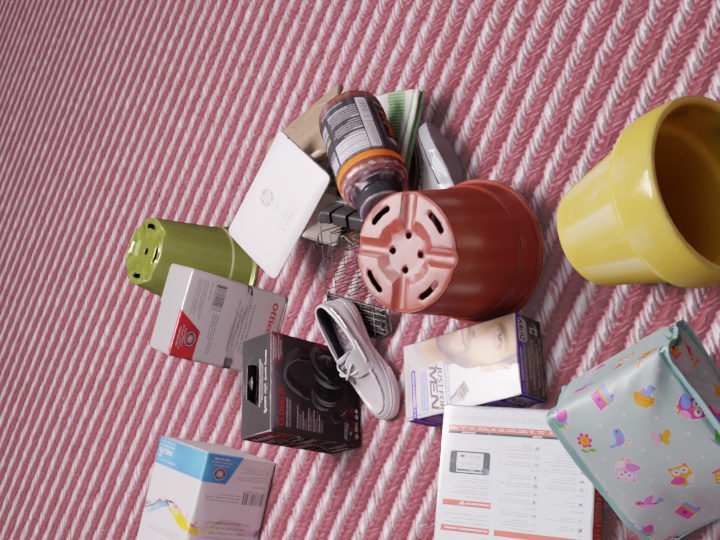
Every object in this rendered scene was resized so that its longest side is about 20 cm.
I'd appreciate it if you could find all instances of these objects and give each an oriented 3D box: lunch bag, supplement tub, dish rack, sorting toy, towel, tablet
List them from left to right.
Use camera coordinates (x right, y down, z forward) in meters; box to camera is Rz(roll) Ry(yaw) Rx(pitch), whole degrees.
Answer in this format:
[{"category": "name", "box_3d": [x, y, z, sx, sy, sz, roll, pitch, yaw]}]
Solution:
[{"category": "tablet", "box_3d": [-0.133, -0.104, 1.513, 0.130, 0.014, 0.201, 43, 116, 25]}, {"category": "sorting toy", "box_3d": [-0.099, -0.205, 1.590, 0.184, 0.036, 0.202, -34, 30, 32]}, {"category": "dish rack", "box_3d": [0.000, 0.000, 1.460, 0.152, 0.054, 0.203, 15, 116, 45]}, {"category": "supplement tub", "box_3d": [0.008, -0.163, 1.396, 0.107, 0.106, 0.202, -41, 48, 29]}, {"category": "towel", "box_3d": [0.020, -0.209, 1.501, 0.199, 0.023, 0.155, 5, 82, 53]}, {"category": "lunch bag", "box_3d": [0.328, 0.184, 1.016, 0.170, 0.122, 0.201, -38, 88, 30]}]

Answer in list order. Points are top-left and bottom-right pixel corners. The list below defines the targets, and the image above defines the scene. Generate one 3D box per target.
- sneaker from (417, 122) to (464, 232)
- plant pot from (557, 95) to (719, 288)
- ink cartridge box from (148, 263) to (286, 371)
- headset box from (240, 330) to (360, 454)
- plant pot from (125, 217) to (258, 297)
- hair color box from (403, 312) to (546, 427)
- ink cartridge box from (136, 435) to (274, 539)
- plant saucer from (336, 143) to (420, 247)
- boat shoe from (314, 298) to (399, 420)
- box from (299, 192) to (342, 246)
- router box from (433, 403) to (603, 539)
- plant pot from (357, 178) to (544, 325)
[{"category": "sneaker", "box_3d": [0.113, -0.129, 1.399, 0.070, 0.073, 0.202, -34, 54, 27]}, {"category": "plant pot", "box_3d": [0.330, -0.067, 1.068, 0.188, 0.198, 0.204, -29, 55, 56]}, {"category": "ink cartridge box", "box_3d": [-0.239, 0.086, 1.609, 0.083, 0.198, 0.146, 12, 84, 51]}, {"category": "headset box", "box_3d": [-0.095, 0.184, 1.416, 0.077, 0.198, 0.151, -22, 60, 40]}, {"category": "plant pot", "box_3d": [-0.321, -0.014, 1.739, 0.199, 0.189, 0.203, -20, 61, 41]}, {"category": "hair color box", "box_3d": [0.149, 0.137, 1.273, 0.198, 0.064, 0.111, -21, 61, 39]}, {"category": "ink cartridge box", "box_3d": [-0.257, 0.393, 1.556, 0.145, 0.146, 0.203, 5, 79, 47]}, {"category": "plant saucer", "box_3d": [0.034, -0.132, 1.504, 0.199, 0.036, 0.203, -23, 60, 46]}, {"category": "boat shoe", "box_3d": [-0.009, 0.132, 1.413, 0.072, 0.068, 0.202, -36, 69, 39]}, {"category": "box", "box_3d": [-0.100, -0.097, 1.592, 0.199, 0.068, 0.083, 14, 89, 61]}, {"category": "router box", "box_3d": [0.192, 0.259, 1.147, 0.197, 0.049, 0.182, 0, 75, 28]}, {"category": "plant pot", "box_3d": [0.108, -0.024, 1.235, 0.199, 0.194, 0.204, 1, 91, 36]}]
